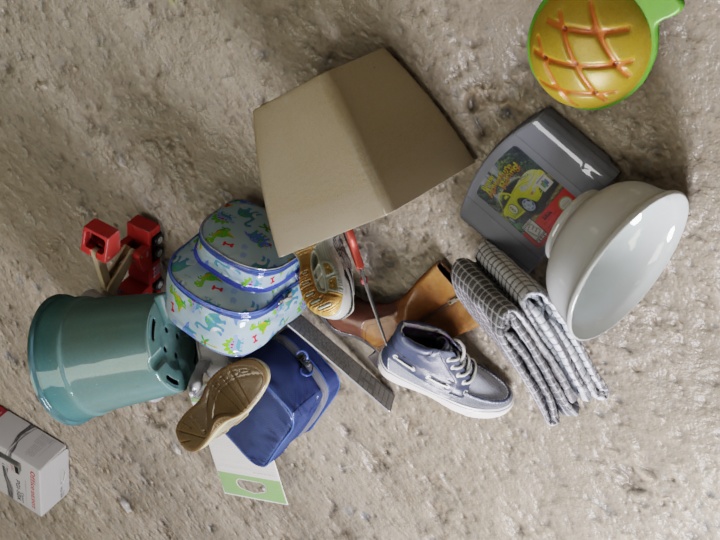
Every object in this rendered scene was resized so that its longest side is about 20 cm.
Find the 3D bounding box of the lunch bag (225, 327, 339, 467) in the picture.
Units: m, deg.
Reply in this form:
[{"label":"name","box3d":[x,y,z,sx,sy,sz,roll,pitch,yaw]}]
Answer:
[{"label":"lunch bag","box3d":[-0.122,0.183,1.804,0.136,0.132,0.200,46,137,10]}]

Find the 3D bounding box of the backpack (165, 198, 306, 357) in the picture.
[{"label":"backpack","box3d":[-0.172,0.005,1.661,0.182,0.200,0.148,29,134,15]}]

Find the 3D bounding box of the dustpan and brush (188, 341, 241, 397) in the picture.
[{"label":"dustpan and brush","box3d":[-0.224,0.125,1.784,0.057,0.201,0.141,-13,118,4]}]

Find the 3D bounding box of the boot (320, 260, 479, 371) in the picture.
[{"label":"boot","box3d":[0.046,0.045,1.630,0.189,0.068,0.200,49,134,-4]}]

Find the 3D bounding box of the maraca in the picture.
[{"label":"maraca","box3d":[0.252,-0.253,1.241,0.136,0.107,0.201,32,134,1]}]

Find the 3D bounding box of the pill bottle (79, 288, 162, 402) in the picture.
[{"label":"pill bottle","box3d":[-0.386,0.118,1.957,0.199,0.111,0.112,34,134,10]}]

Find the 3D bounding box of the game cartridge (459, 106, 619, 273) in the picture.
[{"label":"game cartridge","box3d":[0.206,-0.097,1.438,0.133,0.041,0.200,43,135,7]}]

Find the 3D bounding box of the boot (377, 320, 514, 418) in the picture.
[{"label":"boot","box3d":[0.126,0.133,1.597,0.198,0.073,0.091,18,141,-8]}]

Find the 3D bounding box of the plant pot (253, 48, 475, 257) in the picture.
[{"label":"plant pot","box3d":[-0.016,-0.154,1.455,0.199,0.199,0.179,-20,98,42]}]

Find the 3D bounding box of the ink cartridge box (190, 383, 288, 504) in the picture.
[{"label":"ink cartridge box","box3d":[-0.191,0.289,1.987,0.144,0.048,0.202,3,122,34]}]

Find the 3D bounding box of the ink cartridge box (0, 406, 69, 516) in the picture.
[{"label":"ink cartridge box","box3d":[-0.685,0.376,2.373,0.198,0.083,0.148,26,132,19]}]

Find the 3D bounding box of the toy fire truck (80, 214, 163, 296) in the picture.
[{"label":"toy fire truck","box3d":[-0.363,-0.010,1.826,0.048,0.141,0.202,24,132,19]}]

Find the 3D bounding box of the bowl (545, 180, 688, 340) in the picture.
[{"label":"bowl","box3d":[0.273,-0.028,1.345,0.090,0.200,0.203,41,138,29]}]

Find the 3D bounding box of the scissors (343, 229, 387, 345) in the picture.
[{"label":"scissors","box3d":[0.000,0.000,1.585,0.073,0.014,0.202,87,165,-70]}]

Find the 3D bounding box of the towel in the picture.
[{"label":"towel","box3d":[0.201,0.079,1.464,0.201,0.085,0.166,55,177,-27]}]

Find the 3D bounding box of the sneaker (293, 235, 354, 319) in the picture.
[{"label":"sneaker","box3d":[-0.054,-0.026,1.613,0.075,0.088,0.203,-14,71,18]}]

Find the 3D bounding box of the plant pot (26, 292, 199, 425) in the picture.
[{"label":"plant pot","box3d":[-0.358,0.120,1.776,0.194,0.201,0.202,-10,116,23]}]

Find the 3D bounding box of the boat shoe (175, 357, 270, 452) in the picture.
[{"label":"boat shoe","box3d":[-0.190,0.189,1.725,0.072,0.065,0.200,51,120,12]}]

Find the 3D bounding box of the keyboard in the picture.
[{"label":"keyboard","box3d":[-0.028,0.132,1.736,0.200,0.056,0.011,41,105,-7]}]
